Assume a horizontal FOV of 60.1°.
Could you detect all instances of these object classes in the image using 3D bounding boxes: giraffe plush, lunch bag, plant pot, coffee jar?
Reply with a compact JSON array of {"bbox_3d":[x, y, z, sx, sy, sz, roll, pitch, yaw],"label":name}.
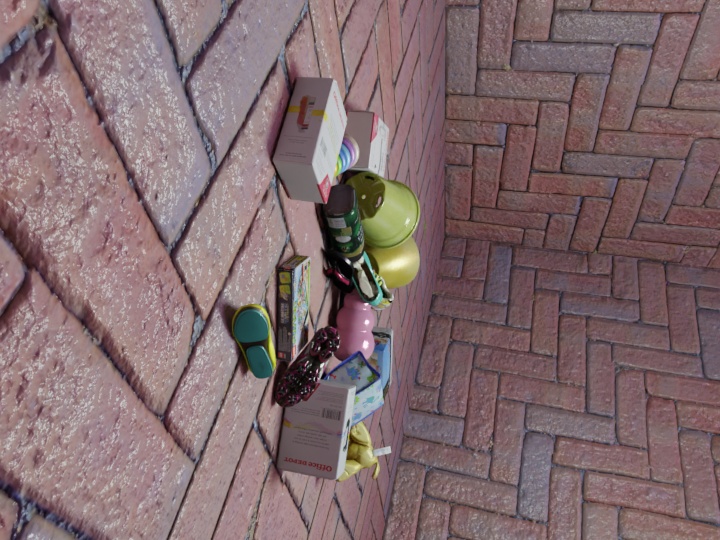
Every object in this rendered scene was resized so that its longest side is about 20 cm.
[{"bbox_3d":[-0.030,0.527,1.832,0.162,0.198,0.175,148,-49,-69],"label":"giraffe plush"},{"bbox_3d":[-0.047,0.333,1.630,0.199,0.127,0.171,-34,146,-17],"label":"lunch bag"},{"bbox_3d":[0.040,-0.177,1.684,0.184,0.198,0.203,27,71,-64],"label":"plant pot"},{"bbox_3d":[-0.039,-0.111,1.542,0.201,0.084,0.105,79,9,-55],"label":"coffee jar"},{"bbox_3d":[0.053,-0.027,1.834,0.141,0.198,0.202,-25,124,-49],"label":"plant pot"}]

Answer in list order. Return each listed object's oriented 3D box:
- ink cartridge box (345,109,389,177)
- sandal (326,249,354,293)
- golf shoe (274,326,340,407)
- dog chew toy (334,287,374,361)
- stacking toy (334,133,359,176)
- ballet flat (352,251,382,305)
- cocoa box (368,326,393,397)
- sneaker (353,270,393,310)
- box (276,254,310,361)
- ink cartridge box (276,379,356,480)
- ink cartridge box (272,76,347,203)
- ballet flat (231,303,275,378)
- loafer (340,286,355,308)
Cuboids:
[{"bbox_3d":[0.015,-0.335,1.671,0.200,0.082,0.148,-6,103,-76],"label":"ink cartridge box"},{"bbox_3d":[-0.054,0.014,1.598,0.045,0.075,0.201,-55,159,-24],"label":"sandal"},{"bbox_3d":[-0.114,0.215,1.360,0.201,0.072,0.092,-52,180,-15],"label":"golf shoe"},{"bbox_3d":[-0.015,0.148,1.698,0.124,0.123,0.203,2,97,-77],"label":"dog chew toy"},{"bbox_3d":[-0.074,-0.237,1.378,0.200,0.084,0.086,-52,148,-55],"label":"stacking toy"},{"bbox_3d":[0.000,0.000,1.638,0.202,0.067,0.070,62,3,2],"label":"ballet flat"},{"bbox_3d":[0.024,0.290,1.930,0.131,0.132,0.202,-57,152,-60],"label":"cocoa box"},{"bbox_3d":[0.022,0.020,1.729,0.200,0.076,0.076,50,48,-16],"label":"sneaker"},{"bbox_3d":[-0.142,0.079,1.323,0.110,0.034,0.202,-49,144,-67],"label":"box"},{"bbox_3d":[-0.099,0.353,1.411,0.083,0.144,0.203,27,71,-78],"label":"ink cartridge box"},{"bbox_3d":[-0.096,-0.258,1.237,0.145,0.082,0.202,70,30,-63],"label":"ink cartridge box"},{"bbox_3d":[-0.189,0.112,1.109,0.201,0.066,0.067,87,-5,-45],"label":"ballet flat"},{"bbox_3d":[-0.023,0.138,1.780,0.073,0.071,0.203,-27,123,-75],"label":"loafer"}]
